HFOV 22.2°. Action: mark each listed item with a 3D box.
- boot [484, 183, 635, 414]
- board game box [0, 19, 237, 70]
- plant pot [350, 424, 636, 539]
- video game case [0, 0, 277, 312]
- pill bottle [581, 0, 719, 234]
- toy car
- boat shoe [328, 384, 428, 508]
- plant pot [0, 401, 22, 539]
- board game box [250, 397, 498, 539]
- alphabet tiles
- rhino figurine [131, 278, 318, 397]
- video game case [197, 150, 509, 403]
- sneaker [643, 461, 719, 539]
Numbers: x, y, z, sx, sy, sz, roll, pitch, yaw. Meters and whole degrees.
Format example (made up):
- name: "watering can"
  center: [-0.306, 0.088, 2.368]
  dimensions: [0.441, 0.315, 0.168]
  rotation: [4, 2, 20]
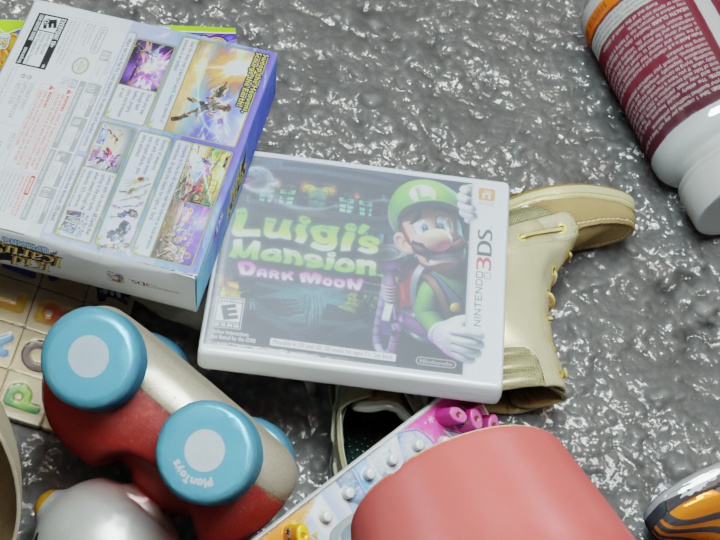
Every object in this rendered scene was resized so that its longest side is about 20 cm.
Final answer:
- name: "boot"
  center: [0.129, 0.021, 1.322]
  dimensions: [0.198, 0.073, 0.157]
  rotation: [-7, 66, -26]
- name: "board game box"
  center: [-0.183, -0.113, 1.326]
  dimensions: [0.198, 0.045, 0.136]
  rotation: [0, 58, -16]
- name: "plant pot"
  center: [0.086, 0.201, 1.056]
  dimensions: [0.198, 0.201, 0.178]
  rotation: [-10, 54, -20]
- name: "video game case"
  center: [-0.167, -0.081, 1.237]
  dimensions: [0.179, 0.046, 0.201]
  rotation: [13, 55, 7]
- name: "pill bottle"
  center: [0.260, -0.137, 1.423]
  dimensions: [0.113, 0.114, 0.202]
  rotation: [-13, 64, -21]
- name: "toy car"
  center: [-0.158, 0.145, 1.144]
  dimensions: [0.176, 0.184, 0.201]
  rotation: [38, 87, 8]
- name: "boat shoe"
  center: [0.015, 0.103, 1.245]
  dimensions: [0.074, 0.069, 0.202]
  rotation: [9, 59, -10]
- name: "plant pot"
  center: [-0.297, 0.106, 1.108]
  dimensions: [0.198, 0.202, 0.135]
  rotation: [11, 22, -8]
- name: "board game box"
  center: [0.051, 0.205, 1.171]
  dimensions: [0.199, 0.026, 0.201]
  rotation: [-34, 99, -29]
- name: "alphabet tiles"
  center: [-0.239, 0.008, 1.269]
  dimensions: [0.165, 0.008, 0.202]
  rotation: [17, 58, -4]
- name: "rhino figurine"
  center: [-0.074, 0.024, 1.256]
  dimensions: [0.199, 0.060, 0.088]
  rotation: [29, 56, 19]
- name: "video game case"
  center: [0.000, 0.000, 1.231]
  dimensions: [0.197, 0.023, 0.183]
  rotation: [7, 49, -1]
- name: "sneaker"
  center: [0.298, 0.188, 1.266]
  dimensions: [0.198, 0.078, 0.113]
  rotation: [-6, 61, -18]
